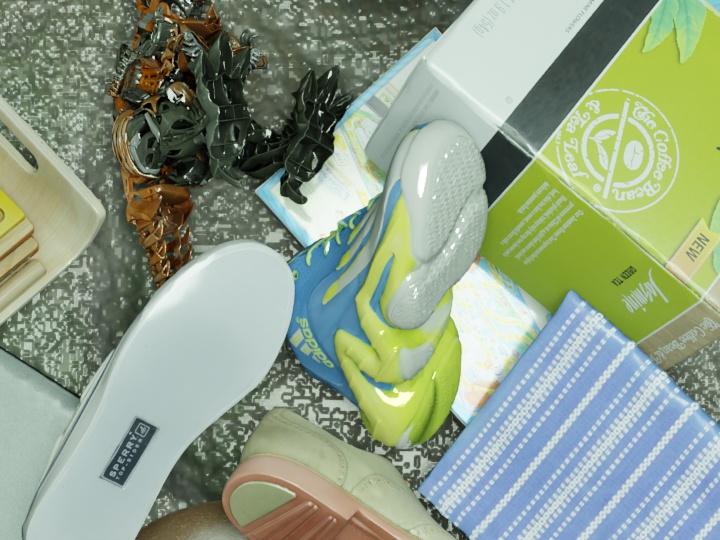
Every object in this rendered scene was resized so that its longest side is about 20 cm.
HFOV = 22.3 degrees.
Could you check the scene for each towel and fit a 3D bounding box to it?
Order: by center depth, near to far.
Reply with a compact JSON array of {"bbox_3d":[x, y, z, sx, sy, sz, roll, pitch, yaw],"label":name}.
[{"bbox_3d":[0.133,0.129,0.904,0.200,0.024,0.145,45,117,18],"label":"towel"}]

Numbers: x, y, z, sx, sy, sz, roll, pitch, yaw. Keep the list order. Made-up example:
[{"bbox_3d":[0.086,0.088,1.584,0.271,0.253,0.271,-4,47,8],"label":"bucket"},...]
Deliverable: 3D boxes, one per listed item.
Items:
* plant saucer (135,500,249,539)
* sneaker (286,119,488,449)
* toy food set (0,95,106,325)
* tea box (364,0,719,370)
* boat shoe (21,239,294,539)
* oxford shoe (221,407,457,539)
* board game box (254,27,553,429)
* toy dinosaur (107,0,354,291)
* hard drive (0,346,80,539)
[{"bbox_3d":[-0.066,0.224,0.974,0.199,0.037,0.202,0,84,0],"label":"plant saucer"},{"bbox_3d":[0.000,0.000,0.907,0.105,0.201,0.076,27,43,24],"label":"sneaker"},{"bbox_3d":[-0.252,-0.017,0.953,0.144,0.060,0.200,45,69,8],"label":"toy food set"},{"bbox_3d":[0.145,-0.088,0.928,0.196,0.134,0.200,39,70,-1],"label":"tea box"},{"bbox_3d":[-0.110,0.064,0.932,0.073,0.065,0.200,39,92,-20],"label":"boat shoe"},{"bbox_3d":[0.023,0.139,0.965,0.200,0.074,0.071,37,128,-15],"label":"oxford shoe"},{"bbox_3d":[0.058,-0.012,0.994,0.134,0.034,0.200,-42,87,-3],"label":"board game box"},{"bbox_3d":[-0.085,-0.076,0.971,0.102,0.135,0.201,-21,103,-45],"label":"toy dinosaur"},{"bbox_3d":[-0.226,0.104,0.983,0.199,0.033,0.140,32,85,2],"label":"hard drive"}]
